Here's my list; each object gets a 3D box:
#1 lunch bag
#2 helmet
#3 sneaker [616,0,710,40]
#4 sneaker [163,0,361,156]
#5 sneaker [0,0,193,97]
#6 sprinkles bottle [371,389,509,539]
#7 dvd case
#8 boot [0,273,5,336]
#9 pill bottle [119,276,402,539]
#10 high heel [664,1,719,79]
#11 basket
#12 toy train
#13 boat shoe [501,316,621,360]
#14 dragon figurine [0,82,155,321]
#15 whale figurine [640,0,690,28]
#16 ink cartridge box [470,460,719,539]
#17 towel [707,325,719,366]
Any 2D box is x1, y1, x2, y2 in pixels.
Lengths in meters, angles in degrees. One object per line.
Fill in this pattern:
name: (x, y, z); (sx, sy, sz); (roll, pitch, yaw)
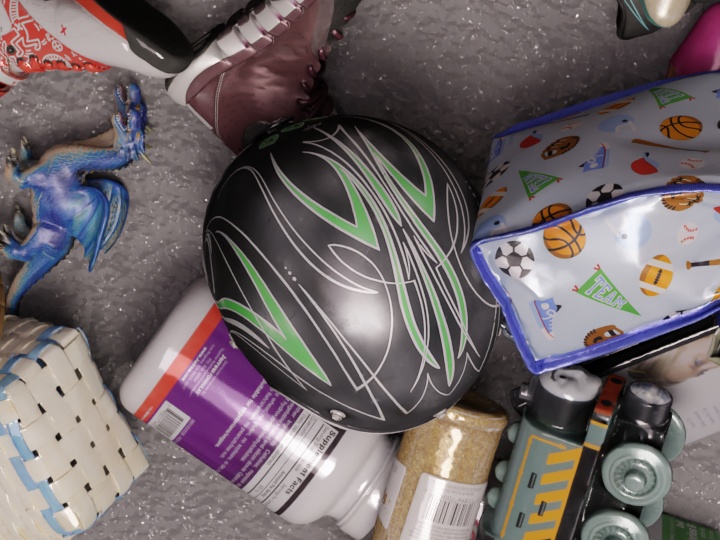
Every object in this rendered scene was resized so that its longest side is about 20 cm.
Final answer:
lunch bag: (0.185, -0.039, 1.455); (0.200, 0.170, 0.124); (-21, 116, 18)
helmet: (0.000, 0.000, 1.502); (0.200, 0.191, 0.200); (-9, 109, -28)
sneaker: (0.149, -0.239, 1.514); (0.079, 0.075, 0.200); (-36, 98, 18)
sneaker: (-0.027, -0.144, 1.575); (0.200, 0.076, 0.116); (-33, 105, 26)
sneaker: (-0.213, -0.154, 1.582); (0.201, 0.067, 0.108); (32, 110, 14)
sprinkles bottle: (0.041, 0.178, 1.569); (0.068, 0.068, 0.200); (17, 102, 2)
dvd case: (0.216, 0.080, 1.581); (0.200, 0.018, 0.143); (-23, 146, 14)
boot: (-0.339, 0.002, 1.618); (0.155, 0.073, 0.200); (-30, 65, 16)
pill bottle: (-0.061, 0.100, 1.623); (0.200, 0.112, 0.112); (35, 108, -4)
high heel: (0.182, -0.095, 1.553); (0.096, 0.067, 0.200); (15, 111, -8)
basket: (-0.260, 0.121, 1.650); (0.200, 0.139, 0.176); (-8, 117, 36)
toy train: (0.141, 0.153, 1.531); (0.114, 0.085, 0.200); (18, 119, 8)
boat shoe: (0.189, 0.039, 1.579); (0.200, 0.091, 0.071); (7, 103, 6)
dragon figurine: (-0.199, -0.036, 1.629); (0.099, 0.059, 0.200); (12, 108, 4)
whale figurine: (0.228, -0.227, 1.463); (0.200, 0.104, 0.159); (-39, 98, -22)
ink cartridge box: (0.140, 0.232, 1.647); (0.200, 0.088, 0.145); (16, 107, 2)
towel: (0.316, -0.002, 1.503); (0.035, 0.200, 0.193); (40, 99, 35)
